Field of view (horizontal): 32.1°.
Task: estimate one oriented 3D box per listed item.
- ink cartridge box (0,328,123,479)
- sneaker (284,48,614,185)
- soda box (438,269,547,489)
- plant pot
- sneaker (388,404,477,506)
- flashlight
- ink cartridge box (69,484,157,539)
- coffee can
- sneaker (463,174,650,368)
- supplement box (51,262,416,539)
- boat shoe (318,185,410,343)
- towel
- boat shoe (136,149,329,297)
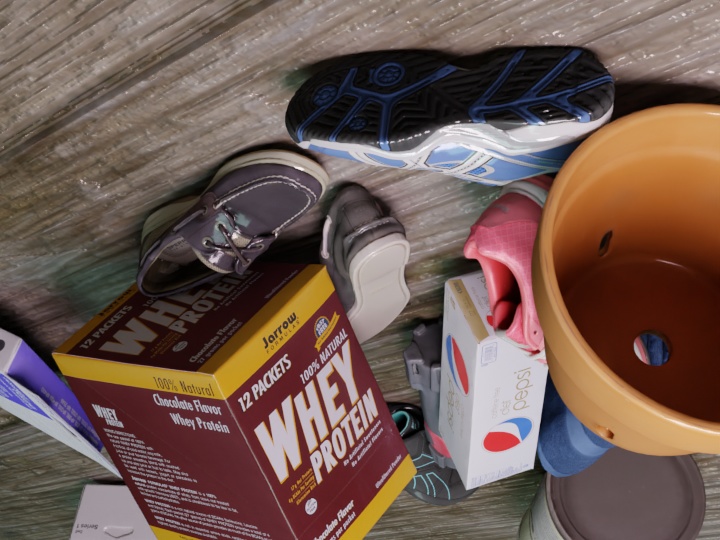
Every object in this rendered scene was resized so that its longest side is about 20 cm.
[{"bbox_3d":[-0.320,0.109,1.190,0.199,0.043,0.198,24,158,27],"label":"ink cartridge box"},{"bbox_3d":[0.051,-0.082,0.752,0.199,0.076,0.077,3,147,15],"label":"sneaker"},{"bbox_3d":[0.104,0.087,0.991,0.063,0.068,0.201,-15,140,-12],"label":"soda box"},{"bbox_3d":[0.190,0.024,0.736,0.199,0.201,0.140,10,154,0],"label":"plant pot"},{"bbox_3d":[0.055,0.180,1.233,0.199,0.076,0.079,12,123,-35],"label":"sneaker"},{"bbox_3d":[0.085,0.111,1.115,0.068,0.068,0.200,16,149,17],"label":"flashlight"},{"bbox_3d":[-0.261,0.352,1.625,0.144,0.084,0.200,-2,150,21],"label":"ink cartridge box"},{"bbox_3d":[0.236,0.245,1.217,0.145,0.147,0.200,9,152,2],"label":"coffee can"},{"bbox_3d":[0.127,0.037,0.852,0.074,0.087,0.201,-3,120,56],"label":"sneaker"},{"bbox_3d":[-0.096,0.111,0.975,0.197,0.133,0.201,2,126,43],"label":"supplement box"},{"bbox_3d":[0.000,0.000,0.957,0.067,0.057,0.200,-23,160,-14],"label":"boat shoe"},{"bbox_3d":[0.189,0.086,0.976,0.048,0.112,0.200,15,152,-11],"label":"towel"},{"bbox_3d":[-0.098,-0.028,0.912,0.072,0.065,0.199,33,144,-33],"label":"boat shoe"}]
